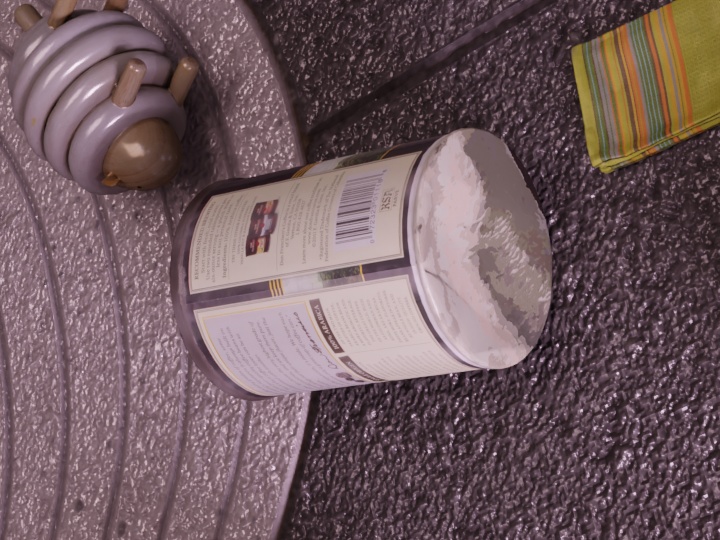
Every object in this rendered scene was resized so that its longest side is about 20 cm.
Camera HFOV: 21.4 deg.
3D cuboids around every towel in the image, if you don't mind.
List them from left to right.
[{"bbox_3d":[0.215,-0.134,1.135,0.199,0.018,0.087,-24,67,33],"label":"towel"}]

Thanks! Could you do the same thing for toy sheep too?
[{"bbox_3d":[-0.194,-0.134,1.397,0.138,0.137,0.200,-50,58,19],"label":"toy sheep"}]

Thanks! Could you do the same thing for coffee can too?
[{"bbox_3d":[0.000,0.000,1.198,0.198,0.146,0.148,-9,75,37],"label":"coffee can"}]
